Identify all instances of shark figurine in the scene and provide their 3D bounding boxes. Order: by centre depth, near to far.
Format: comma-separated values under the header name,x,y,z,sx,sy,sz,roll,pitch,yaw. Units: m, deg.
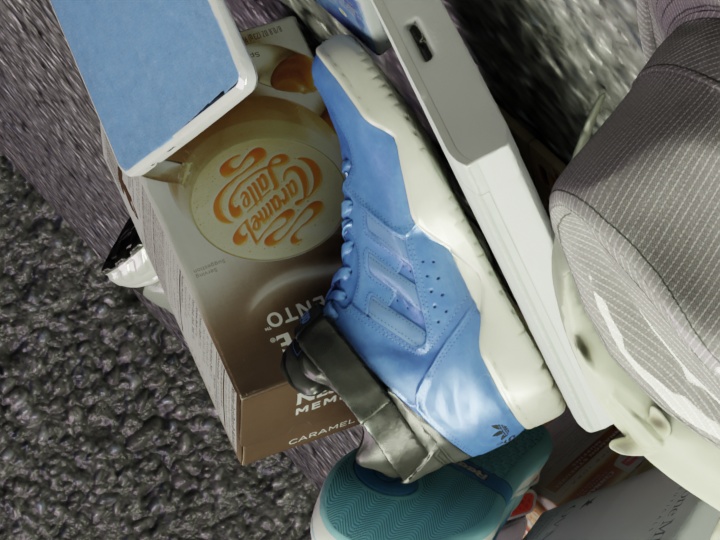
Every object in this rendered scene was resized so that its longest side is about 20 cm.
name,x,y,z,sx,sy,sz,roll,pitch,yaw
shark figurine,0.136,0.040,0.894,0.214,0.090,0.128,41,138,-6

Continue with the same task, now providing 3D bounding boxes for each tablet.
name,x,y,z,sx,sy,sz,roll,pitch,yaw
tablet,-0.118,-0.155,1.083,0.130,0.014,0.200,-31,80,52

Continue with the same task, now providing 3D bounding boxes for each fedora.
name,x,y,z,sx,sy,sz,roll,pitch,yaw
fedora,0.125,0.000,0.707,0.200,0.090,0.177,52,170,-20

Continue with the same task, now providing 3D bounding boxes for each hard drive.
name,x,y,z,sx,sy,sz,roll,pitch,yaw
hard drive,0.055,-0.035,0.933,0.132,0.026,0.200,66,-176,38

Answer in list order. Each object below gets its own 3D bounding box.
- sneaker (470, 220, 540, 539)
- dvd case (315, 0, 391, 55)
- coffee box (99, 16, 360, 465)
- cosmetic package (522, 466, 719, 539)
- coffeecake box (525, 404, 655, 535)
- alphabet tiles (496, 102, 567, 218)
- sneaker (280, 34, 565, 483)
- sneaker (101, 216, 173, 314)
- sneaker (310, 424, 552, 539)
name,x,y,z,sx,sy,sz,roll,pitch,yaw
sneaker,0.056,0.064,1.227,0.082,0.077,0.200,-50,-45,-85
dvd case,-0.050,-0.186,0.974,0.143,0.018,0.200,44,171,25
coffee box,-0.046,-0.018,1.152,0.080,0.114,0.200,96,151,-60
cosmetic package,0.118,0.198,1.033,0.123,0.199,0.200,45,150,-7
coffeecake box,0.150,0.148,1.269,0.154,0.073,0.200,52,170,-17
alphabet tiles,0.130,0.018,1.028,0.200,0.008,0.167,44,170,23
sneaker,0.000,0.000,1.032,0.200,0.111,0.077,62,-174,0
sneaker,-0.063,-0.033,1.308,0.079,0.074,0.200,39,135,-19
sneaker,0.021,0.144,1.107,0.080,0.131,0.200,33,-155,18
